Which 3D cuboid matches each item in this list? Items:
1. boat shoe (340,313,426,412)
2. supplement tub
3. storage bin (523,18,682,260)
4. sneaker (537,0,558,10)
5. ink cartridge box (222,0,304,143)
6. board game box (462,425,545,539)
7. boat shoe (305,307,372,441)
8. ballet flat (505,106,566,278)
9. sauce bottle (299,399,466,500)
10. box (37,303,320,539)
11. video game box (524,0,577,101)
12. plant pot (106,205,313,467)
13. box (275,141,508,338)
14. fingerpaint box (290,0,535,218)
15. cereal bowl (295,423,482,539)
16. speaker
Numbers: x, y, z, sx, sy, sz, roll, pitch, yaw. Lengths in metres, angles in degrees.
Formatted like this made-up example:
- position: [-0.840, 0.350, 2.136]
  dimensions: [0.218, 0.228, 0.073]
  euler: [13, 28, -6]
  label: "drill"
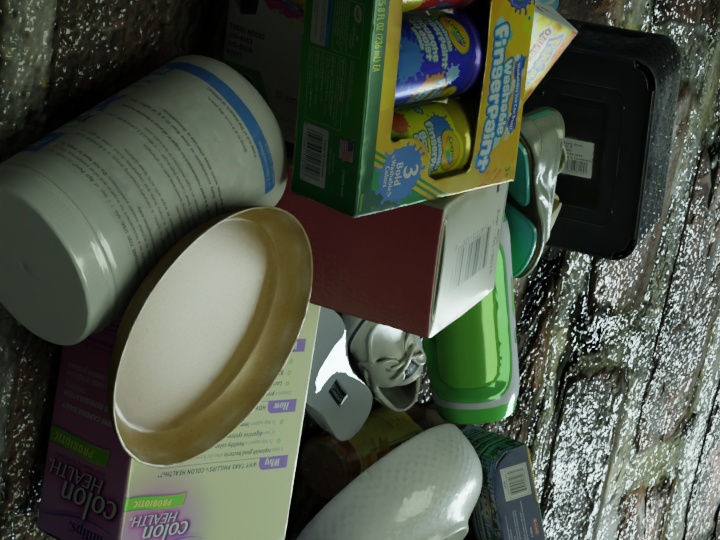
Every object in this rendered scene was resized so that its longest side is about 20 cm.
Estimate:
- position: [0.025, 0.071, 1.483]
  dimensions: [0.072, 0.066, 0.200]
  euler: [-38, 159, -19]
  label: "boat shoe"
- position: [-0.158, -0.052, 1.174]
  dimensions: [0.200, 0.132, 0.132]
  euler: [-37, 135, -37]
  label: "supplement tub"
- position: [0.220, -0.125, 1.617]
  dimensions: [0.094, 0.135, 0.200]
  euler: [-40, 139, -57]
  label: "storage bin"
- position: [0.121, -0.244, 1.492]
  dimensions: [0.200, 0.079, 0.131]
  euler: [-10, 114, -50]
  label: "sneaker"
- position: [-0.022, -0.198, 1.265]
  dimensions: [0.084, 0.145, 0.200]
  euler: [-12, 117, -46]
  label: "ink cartridge box"
- position: [0.114, 0.259, 1.684]
  dimensions: [0.062, 0.200, 0.200]
  euler: [-14, 98, -20]
  label: "board game box"
- position: [-0.048, 0.076, 1.439]
  dimensions: [0.071, 0.070, 0.200]
  euler: [-54, 151, -15]
  label: "boat shoe"
- position: [0.162, -0.070, 1.572]
  dimensions: [0.064, 0.067, 0.200]
  euler: [-30, 146, -23]
  label: "ballet flat"
- position: [0.029, 0.157, 1.591]
  dimensions: [0.200, 0.066, 0.066]
  euler: [-19, 122, -46]
  label: "sauce bottle"
- position: [-0.136, 0.108, 1.292]
  dimensions: [0.176, 0.097, 0.200]
  euler: [0, 101, -48]
  label: "box"
- position: [0.070, -0.155, 1.438]
  dimensions: [0.200, 0.047, 0.182]
  euler: [-53, 149, 18]
  label: "video game box"
- position: [-0.107, 0.042, 1.177]
  dimensions: [0.200, 0.027, 0.200]
  euler: [-38, 143, -36]
  label: "plant pot"
- position: [-0.003, -0.039, 1.311]
  dimensions: [0.128, 0.200, 0.109]
  euler: [-32, 133, -57]
  label: "box"
- position: [0.041, -0.152, 1.185]
  dimensions: [0.167, 0.073, 0.200]
  euler: [-14, 119, -42]
  label: "fingerpaint box"
- position: [0.036, 0.234, 1.552]
  dimensions: [0.200, 0.083, 0.200]
  euler: [-34, 161, -14]
  label: "cereal bowl"
- position: [0.101, 0.037, 1.578]
  dimensions: [0.088, 0.088, 0.200]
  euler: [-19, 110, -47]
  label: "speaker"
